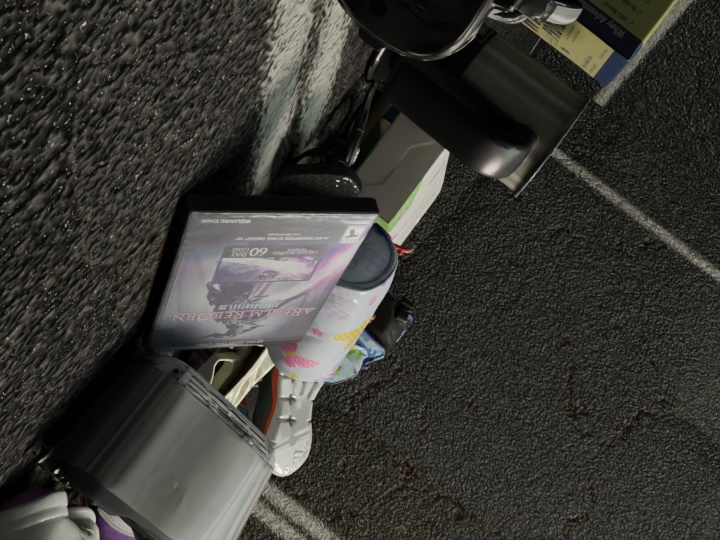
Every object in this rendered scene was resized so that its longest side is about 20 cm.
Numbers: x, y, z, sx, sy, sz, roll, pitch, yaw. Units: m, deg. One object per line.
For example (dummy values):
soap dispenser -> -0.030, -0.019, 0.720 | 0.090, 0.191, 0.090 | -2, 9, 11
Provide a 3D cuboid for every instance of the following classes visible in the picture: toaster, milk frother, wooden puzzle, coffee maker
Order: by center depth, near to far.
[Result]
coffee maker -> 0.076, -0.233, 0.510 | 0.200, 0.134, 0.194 | -49, 152, -60
toaster -> -0.167, 0.159, 0.733 | 0.113, 0.200, 0.130 | 1, -130, 51
milk frother -> 0.082, -0.133, 0.849 | 0.181, 0.188, 0.200 | -49, 175, -38
wooden puzzle -> 0.018, -0.147, 1.033 | 0.186, 0.046, 0.200 | -53, 177, -14

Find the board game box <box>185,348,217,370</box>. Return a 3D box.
board game box -> -0.161, 0.077, 1.027 | 0.201, 0.032, 0.120 | -57, 179, 33

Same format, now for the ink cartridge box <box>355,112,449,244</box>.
ink cartridge box -> 0.042, -0.094, 1.008 | 0.117, 0.067, 0.200 | -53, 172, -7

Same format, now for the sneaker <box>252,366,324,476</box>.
sneaker -> -0.090, 0.127, 0.996 | 0.082, 0.077, 0.202 | 6, -102, 49

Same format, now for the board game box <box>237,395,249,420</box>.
board game box -> -0.199, 0.241, 1.027 | 0.201, 0.040, 0.153 | -55, -156, 16

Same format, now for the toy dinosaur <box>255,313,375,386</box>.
toy dinosaur -> -0.080, 0.087, 1.160 | 0.200, 0.102, 0.137 | -34, 137, -35

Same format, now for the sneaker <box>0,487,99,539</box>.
sneaker -> -0.262, 0.248, 0.738 | 0.074, 0.100, 0.200 | -20, 162, -13

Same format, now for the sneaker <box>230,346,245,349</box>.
sneaker -> -0.090, -0.020, 0.791 | 0.200, 0.075, 0.116 | -51, -169, 51

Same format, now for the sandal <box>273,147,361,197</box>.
sandal -> -0.044, -0.081, 0.807 | 0.200, 0.075, 0.048 | 147, -46, -78

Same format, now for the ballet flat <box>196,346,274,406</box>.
ballet flat -> -0.127, 0.089, 0.933 | 0.201, 0.067, 0.062 | -56, 147, -2

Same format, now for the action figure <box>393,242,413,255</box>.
action figure -> 0.000, 0.000, 0.943 | 0.200, 0.098, 0.066 | 71, 39, -82

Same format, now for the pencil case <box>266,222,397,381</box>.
pencil case -> -0.034, 0.030, 0.834 | 0.083, 0.091, 0.200 | -36, 164, -35

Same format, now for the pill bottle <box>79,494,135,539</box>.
pill bottle -> -0.227, 0.228, 0.893 | 0.112, 0.111, 0.200 | -50, 180, -35

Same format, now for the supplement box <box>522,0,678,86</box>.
supplement box -> 0.238, -0.332, 0.859 | 0.200, 0.200, 0.134 | -52, 175, 5

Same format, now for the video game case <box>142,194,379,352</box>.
video game case -> -0.085, 0.007, 0.683 | 0.142, 0.019, 0.200 | -1, 147, -25

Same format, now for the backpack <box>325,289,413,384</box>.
backpack -> -0.046, 0.075, 1.303 | 0.147, 0.183, 0.200 | -47, -176, -28
